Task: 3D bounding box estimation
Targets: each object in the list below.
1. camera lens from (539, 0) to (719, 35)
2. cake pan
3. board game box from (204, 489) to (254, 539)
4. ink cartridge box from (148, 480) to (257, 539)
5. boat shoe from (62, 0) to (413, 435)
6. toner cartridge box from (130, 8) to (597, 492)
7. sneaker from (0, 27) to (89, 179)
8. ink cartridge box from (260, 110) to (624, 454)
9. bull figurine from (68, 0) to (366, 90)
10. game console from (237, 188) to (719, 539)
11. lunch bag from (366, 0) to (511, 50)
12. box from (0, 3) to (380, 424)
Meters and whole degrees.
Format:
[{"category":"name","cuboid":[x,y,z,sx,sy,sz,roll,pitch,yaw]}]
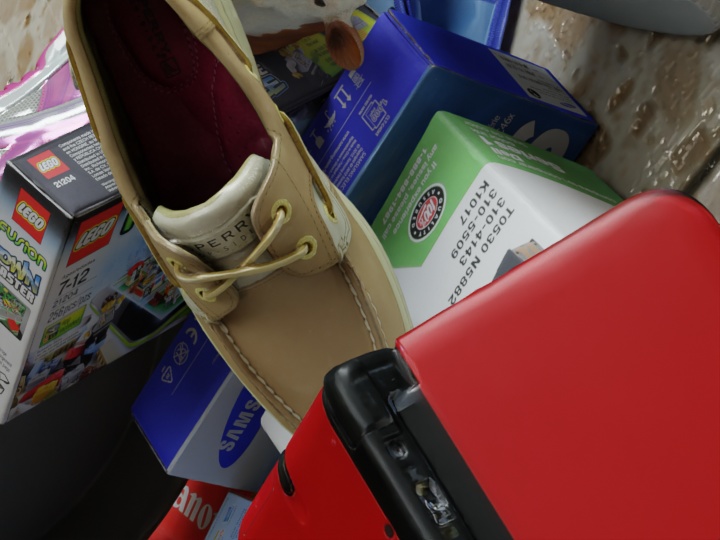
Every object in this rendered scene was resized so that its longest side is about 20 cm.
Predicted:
[{"category":"camera lens","cuboid":[0.095,-0.204,0.910,0.160,0.160,0.201,16,86,58]},{"category":"cake pan","cuboid":[-0.127,0.054,1.038,0.037,0.200,0.201,26,95,30]},{"category":"board game box","cuboid":[-0.077,0.182,0.963,0.201,0.019,0.103,-63,13,-7]},{"category":"ink cartridge box","cuboid":[-0.111,0.147,1.129,0.161,0.050,0.201,30,100,57]},{"category":"boat shoe","cuboid":[-0.046,-0.022,0.850,0.074,0.200,0.066,-31,2,14]},{"category":"toner cartridge box","cuboid":[0.000,0.000,0.996,0.200,0.095,0.043,-57,43,20]},{"category":"sneaker","cuboid":[-0.133,-0.059,1.196,0.088,0.200,0.081,53,165,20]},{"category":"ink cartridge box","cuboid":[0.063,0.057,0.883,0.145,0.084,0.200,-60,35,15]},{"category":"bull figurine","cuboid":[-0.052,-0.122,0.962,0.200,0.121,0.065,-88,-13,-66]},{"category":"game console","cuboid":[0.074,0.109,0.770,0.200,0.118,0.173,58,146,21]},{"category":"lunch bag","cuboid":[0.001,-0.119,1.092,0.150,0.094,0.201,0,85,54]},{"category":"box","cuboid":[-0.068,-0.026,0.969,0.035,0.200,0.110,40,133,18]}]
